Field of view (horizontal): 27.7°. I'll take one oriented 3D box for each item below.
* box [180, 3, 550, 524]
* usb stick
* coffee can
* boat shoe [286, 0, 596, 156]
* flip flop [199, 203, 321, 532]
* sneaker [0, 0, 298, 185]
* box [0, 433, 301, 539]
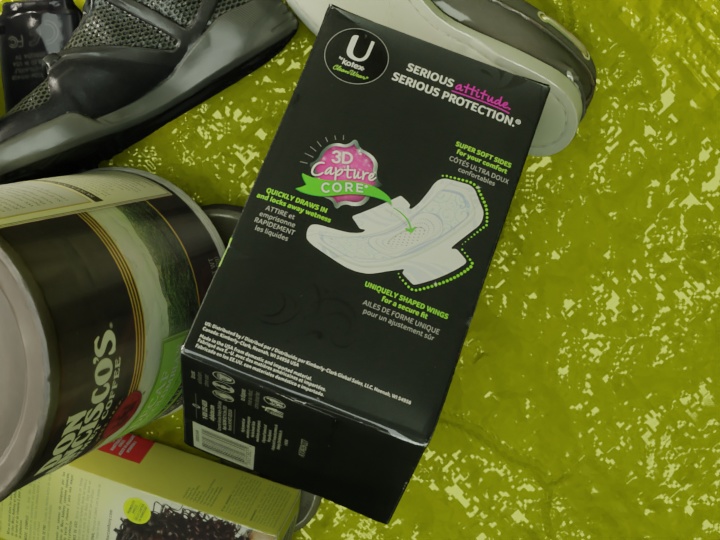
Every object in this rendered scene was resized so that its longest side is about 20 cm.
[{"bbox_3d":[0.000,0.000,0.746,0.123,0.149,0.202,21,66,3],"label":"box"},{"bbox_3d":[-0.179,-0.056,0.855,0.055,0.033,0.203,-2,98,13],"label":"usb stick"},{"bbox_3d":[-0.168,0.027,0.738,0.144,0.200,0.149,3,99,19],"label":"coffee can"},{"bbox_3d":[0.040,-0.140,0.807,0.200,0.060,0.072,33,137,3],"label":"boat shoe"},{"bbox_3d":[-0.064,0.061,0.845,0.080,0.058,0.203,-6,100,10],"label":"flip flop"},{"bbox_3d":[-0.143,-0.127,0.806,0.198,0.076,0.115,-34,89,-9],"label":"sneaker"},{"bbox_3d":[-0.138,0.137,0.850,0.198,0.050,0.076,17,119,10],"label":"box"}]
